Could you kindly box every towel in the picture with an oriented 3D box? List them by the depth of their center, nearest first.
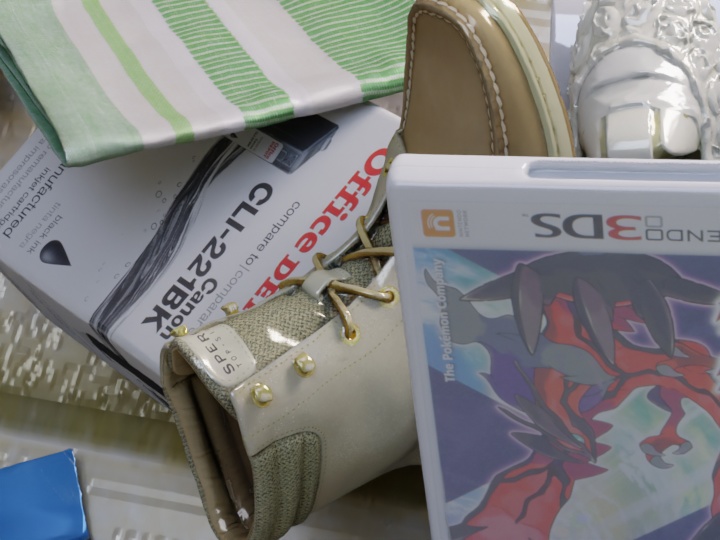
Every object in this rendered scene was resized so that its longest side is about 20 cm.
[{"bbox_3d":[-0.050,-0.103,1.032,0.200,0.023,0.153,-14,34,-18],"label":"towel"}]

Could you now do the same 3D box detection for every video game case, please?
[{"bbox_3d":[0.108,0.046,0.878,0.182,0.200,0.023,2,39,13],"label":"video game case"}]

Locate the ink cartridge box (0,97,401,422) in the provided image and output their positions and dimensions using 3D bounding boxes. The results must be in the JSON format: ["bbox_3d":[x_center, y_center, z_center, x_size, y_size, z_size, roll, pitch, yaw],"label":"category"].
[{"bbox_3d":[-0.054,-0.014,1.045,0.200,0.084,0.144,32,78,42],"label":"ink cartridge box"}]

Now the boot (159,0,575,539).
[{"bbox_3d":[0.000,0.000,0.913,0.154,0.200,0.072,-21,34,-27],"label":"boot"}]

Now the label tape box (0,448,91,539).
[{"bbox_3d":[-0.182,0.177,1.041,0.143,0.066,0.200,-13,68,8],"label":"label tape box"}]

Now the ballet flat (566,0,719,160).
[{"bbox_3d":[0.112,-0.022,0.944,0.072,0.072,0.201,-3,88,12],"label":"ballet flat"}]

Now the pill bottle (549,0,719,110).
[{"bbox_3d":[0.180,-0.090,1.023,0.200,0.120,0.120,2,69,7],"label":"pill bottle"}]
